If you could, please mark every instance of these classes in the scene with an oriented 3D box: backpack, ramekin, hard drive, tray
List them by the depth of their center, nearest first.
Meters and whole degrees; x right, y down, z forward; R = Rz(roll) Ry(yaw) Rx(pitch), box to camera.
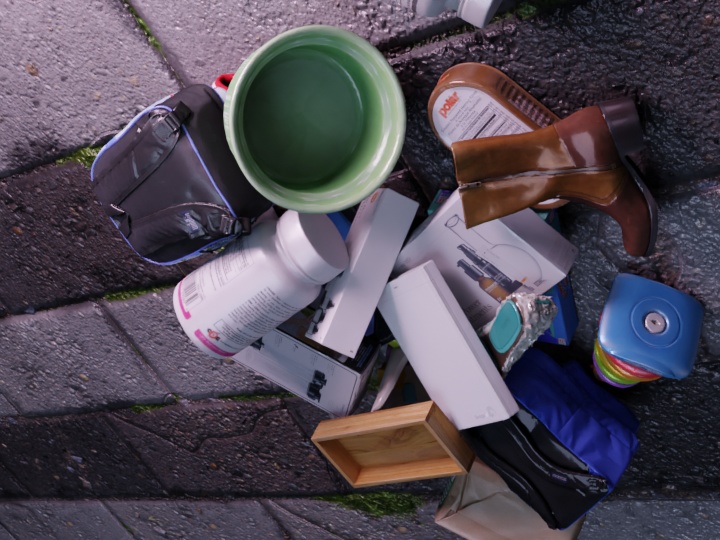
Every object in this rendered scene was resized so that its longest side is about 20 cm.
[{"bbox_3d":[-0.057,-0.168,1.278,0.200,0.200,0.098,49,174,-20],"label":"ramekin"},{"bbox_3d":[0.097,0.093,1.375,0.201,0.026,0.132,60,149,-2],"label":"hard drive"},{"bbox_3d":[-0.208,-0.109,1.380,0.199,0.147,0.184,-26,99,40],"label":"backpack"},{"bbox_3d":[0.234,0.198,1.461,0.200,0.168,0.163,39,137,8],"label":"backpack"},{"bbox_3d":[0.040,0.222,1.461,0.199,0.037,0.099,-17,121,41],"label":"tray"}]

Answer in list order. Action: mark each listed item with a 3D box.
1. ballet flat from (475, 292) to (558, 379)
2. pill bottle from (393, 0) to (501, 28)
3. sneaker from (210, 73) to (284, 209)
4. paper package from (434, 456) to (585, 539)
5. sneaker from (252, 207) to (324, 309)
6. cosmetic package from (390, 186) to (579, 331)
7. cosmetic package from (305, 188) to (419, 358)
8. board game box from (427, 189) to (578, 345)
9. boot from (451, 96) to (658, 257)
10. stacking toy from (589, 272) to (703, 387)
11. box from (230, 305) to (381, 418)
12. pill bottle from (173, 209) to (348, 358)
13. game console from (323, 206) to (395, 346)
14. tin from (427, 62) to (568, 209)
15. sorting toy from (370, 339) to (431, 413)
[{"bbox_3d":[0.174,0.085,1.349,0.071,0.072,0.200,33,147,-1],"label":"ballet flat"},{"bbox_3d":[0.050,-0.315,1.115,0.199,0.111,0.111,28,142,5],"label":"pill bottle"},{"bbox_3d":[-0.114,-0.161,1.419,0.199,0.079,0.116,35,143,-4],"label":"sneaker"},{"bbox_3d":[0.215,0.325,1.603,0.189,0.200,0.104,24,96,12],"label":"paper package"},{"bbox_3d":[-0.120,0.004,1.535,0.201,0.084,0.073,56,136,7],"label":"sneaker"},{"bbox_3d":[0.136,-0.012,1.353,0.150,0.052,0.200,40,142,-4],"label":"cosmetic package"},{"bbox_3d":[0.000,0.000,1.398,0.050,0.202,0.082,24,176,-19],"label":"cosmetic package"},{"bbox_3d":[0.176,-0.003,1.410,0.151,0.045,0.201,7,134,30],"label":"board game box"},{"bbox_3d":[0.207,-0.074,1.222,0.198,0.069,0.189,-16,126,6],"label":"boot"},{"bbox_3d":[0.320,0.098,1.392,0.115,0.111,0.200,20,156,0],"label":"stacking toy"},{"bbox_3d":[-0.080,0.104,1.514,0.199,0.060,0.117,27,140,11],"label":"box"},{"bbox_3d":[-0.118,0.011,1.385,0.199,0.114,0.114,-34,110,23],"label":"pill bottle"},{"bbox_3d":[-0.044,0.023,1.539,0.116,0.178,0.199,18,151,-31],"label":"game console"},{"bbox_3d":[0.163,-0.146,1.276,0.199,0.042,0.112,37,137,-5],"label":"tin"},{"bbox_3d":[0.064,0.151,1.542,0.106,0.181,0.201,14,138,21],"label":"sorting toy"}]
